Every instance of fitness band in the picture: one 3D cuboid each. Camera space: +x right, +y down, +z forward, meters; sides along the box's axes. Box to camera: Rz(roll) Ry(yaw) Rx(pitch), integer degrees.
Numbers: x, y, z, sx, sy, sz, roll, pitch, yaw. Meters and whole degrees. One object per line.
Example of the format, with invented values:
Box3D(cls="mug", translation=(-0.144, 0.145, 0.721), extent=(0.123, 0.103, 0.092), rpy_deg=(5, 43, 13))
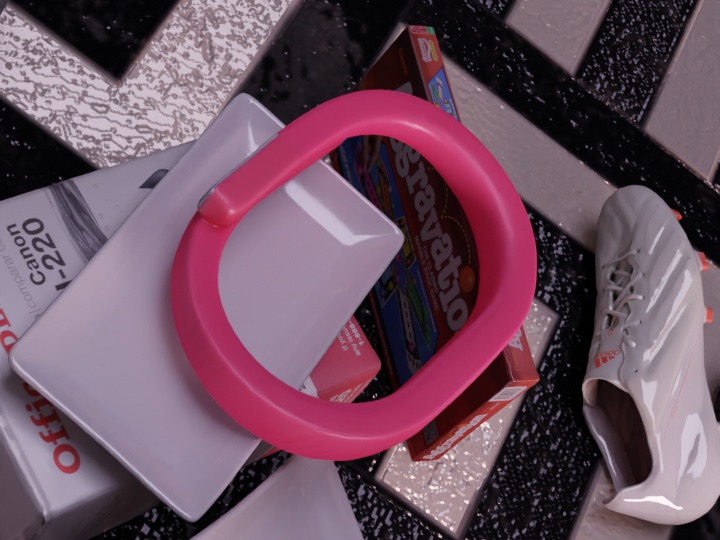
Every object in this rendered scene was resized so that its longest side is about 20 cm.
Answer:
Box3D(cls="fitness band", translation=(0.000, 0.000, 0.857), extent=(0.144, 0.037, 0.200), rpy_deg=(51, 50, -1))

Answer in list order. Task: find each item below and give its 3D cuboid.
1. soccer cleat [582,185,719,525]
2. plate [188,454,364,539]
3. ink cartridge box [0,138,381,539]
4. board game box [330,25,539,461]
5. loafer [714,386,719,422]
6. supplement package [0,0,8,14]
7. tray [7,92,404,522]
Box3D(cls="soccer cleat", translation=(0.155, 0.041, 1.044), extent=(0.077, 0.069, 0.202), rpy_deg=(4, 64, -26))
Box3D(cls="plate", translation=(-0.032, 0.196, 0.798), extent=(0.200, 0.032, 0.201), rpy_deg=(-31, 102, -63))
Box3D(cls="ink cartridge box", translation=(-0.112, 0.033, 0.872), extent=(0.199, 0.085, 0.146), rpy_deg=(-22, 76, -37))
Box3D(cls="board game box", translation=(0.032, -0.014, 0.975), extent=(0.019, 0.103, 0.201), rpy_deg=(0, 63, -32))
Box3D(cls="loafer", translation=(0.251, 0.132, 1.054), extent=(0.071, 0.073, 0.202), rpy_deg=(14, 61, -37))
Box3D(cls="supplement package", translation=(-0.234, -0.239, 0.880), extent=(0.190, 0.200, 0.148), rpy_deg=(8, 59, -28))
Box3D(cls="tray", translation=(-0.066, 0.014, 0.842), extent=(0.107, 0.022, 0.200), rpy_deg=(42, 49, -6))
